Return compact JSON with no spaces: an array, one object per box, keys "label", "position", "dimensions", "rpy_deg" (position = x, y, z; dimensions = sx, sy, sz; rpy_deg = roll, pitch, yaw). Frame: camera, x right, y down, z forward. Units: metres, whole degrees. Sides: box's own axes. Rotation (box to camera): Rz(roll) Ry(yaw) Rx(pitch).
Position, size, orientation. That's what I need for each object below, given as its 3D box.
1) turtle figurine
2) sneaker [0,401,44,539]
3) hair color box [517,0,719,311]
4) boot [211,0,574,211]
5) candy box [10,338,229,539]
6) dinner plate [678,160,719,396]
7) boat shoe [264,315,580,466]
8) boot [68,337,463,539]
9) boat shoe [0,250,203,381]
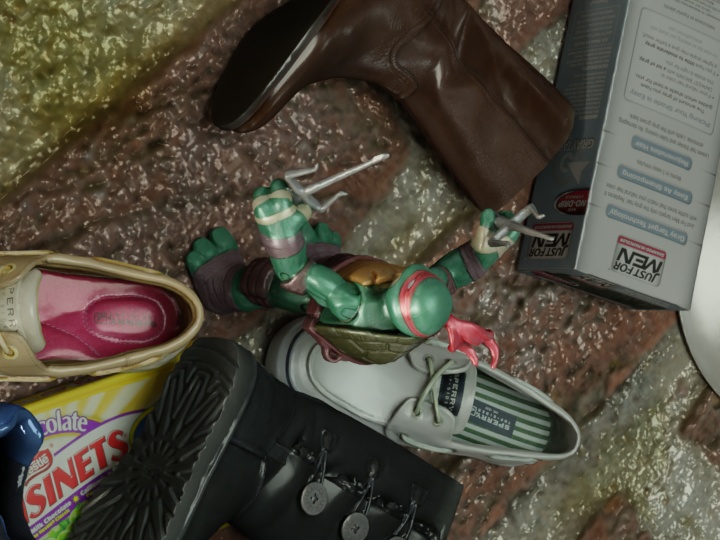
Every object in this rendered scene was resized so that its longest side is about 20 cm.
[{"label":"turtle figurine","position":[0.000,0.000,1.080],"dimensions":[0.149,0.200,0.101],"rpy_deg":[14,82,-33]},{"label":"sneaker","position":[-0.189,0.145,0.938],"dimensions":[0.077,0.085,0.201],"rpy_deg":[41,45,-50]},{"label":"hair color box","position":[0.170,-0.084,1.280],"dimensions":[0.099,0.061,0.201],"rpy_deg":[18,79,-32]},{"label":"boot","position":[0.028,-0.088,1.188],"dimensions":[0.187,0.064,0.200],"rpy_deg":[-52,121,-20]},{"label":"candy box","position":[-0.150,0.112,1.084],"dimensions":[0.199,0.026,0.103],"rpy_deg":[-19,99,-33]},{"label":"dinner plate","position":[0.290,0.003,1.384],"dimensions":[0.199,0.024,0.201],"rpy_deg":[0,89,-33]},{"label":"boat shoe","position":[0.043,0.067,1.189],"dimensions":[0.199,0.067,0.074],"rpy_deg":[15,82,-33]},{"label":"boot","position":[-0.048,0.147,1.111],"dimensions":[0.200,0.066,0.165],"rpy_deg":[36,85,-44]},{"label":"boat shoe","position":[-0.172,0.020,1.033],"dimensions":[0.199,0.069,0.074],"rpy_deg":[-3,83,-27]}]
